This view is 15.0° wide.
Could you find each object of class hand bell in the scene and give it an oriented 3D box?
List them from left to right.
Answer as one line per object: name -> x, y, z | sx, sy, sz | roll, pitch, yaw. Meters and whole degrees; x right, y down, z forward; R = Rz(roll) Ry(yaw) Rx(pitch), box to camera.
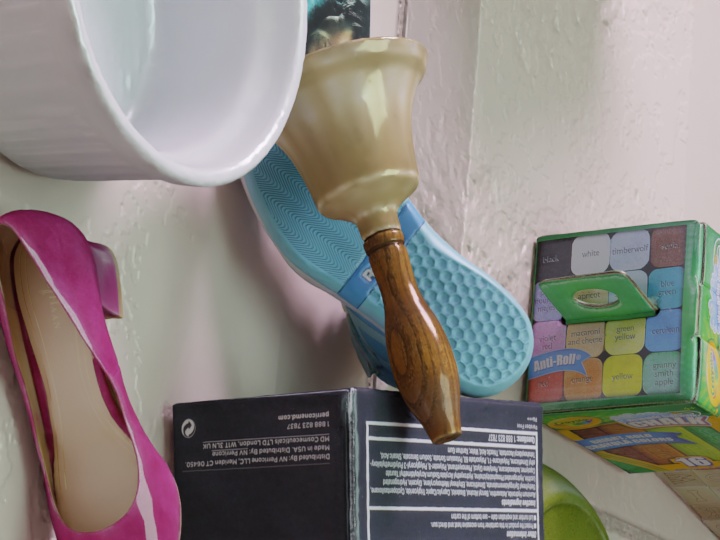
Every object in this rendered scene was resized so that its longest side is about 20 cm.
hand bell -> 0.016, -0.007, 1.399 | 0.104, 0.104, 0.201 | 9, 58, -58

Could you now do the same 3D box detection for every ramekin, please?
ramekin -> -0.118, -0.136, 1.321 | 0.200, 0.097, 0.202 | 12, 76, -57

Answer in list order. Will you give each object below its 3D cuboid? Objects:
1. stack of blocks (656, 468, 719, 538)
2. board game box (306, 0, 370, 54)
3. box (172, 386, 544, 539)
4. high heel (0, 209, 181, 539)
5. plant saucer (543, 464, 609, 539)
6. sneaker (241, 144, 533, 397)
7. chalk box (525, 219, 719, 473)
stack of blocks -> 0.273, 0.120, 1.962 | 0.200, 0.058, 0.116 | 43, 50, -47
board game box -> -0.038, -0.212, 1.529 | 0.135, 0.028, 0.201 | 15, 73, -56
box -> 0.002, 0.168, 1.450 | 0.200, 0.123, 0.199 | 9, 76, -56
high heel -> -0.135, 0.071, 1.283 | 0.096, 0.067, 0.201 | 22, 61, -66
plant saucer -> 0.119, 0.218, 1.724 | 0.200, 0.031, 0.201 | 11, 77, -57
sneaker -> 0.000, 0.000, 1.529 | 0.080, 0.131, 0.200 | -44, 92, -14
chalk box -> 0.186, 0.046, 1.771 | 0.200, 0.124, 0.124 | 29, 62, -53
